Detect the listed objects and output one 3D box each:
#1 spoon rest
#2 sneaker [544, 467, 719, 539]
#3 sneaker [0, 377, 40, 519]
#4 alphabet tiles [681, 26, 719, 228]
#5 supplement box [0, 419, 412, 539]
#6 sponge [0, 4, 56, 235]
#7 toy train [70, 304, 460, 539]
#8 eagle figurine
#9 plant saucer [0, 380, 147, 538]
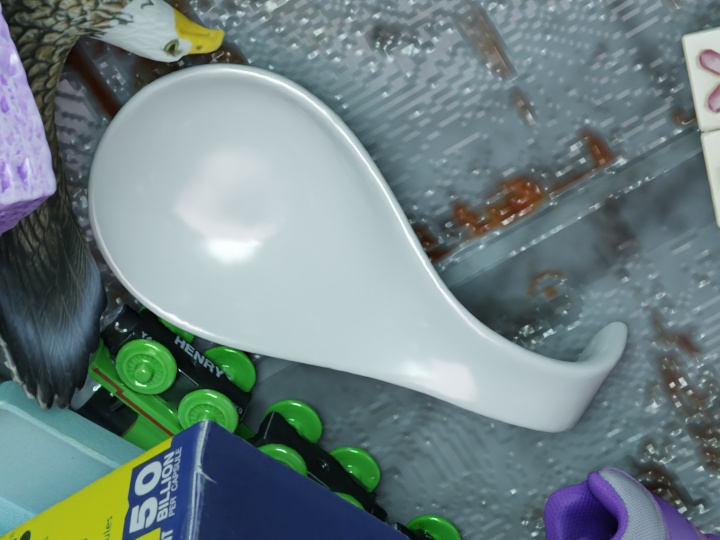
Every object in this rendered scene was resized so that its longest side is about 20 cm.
[{"bbox_3d":[0.000,0.000,0.798,0.199,0.061,0.100,27,112,-8],"label":"spoon rest"},{"bbox_3d":[0.060,0.140,0.752,0.089,0.200,0.080,47,139,-9],"label":"sneaker"},{"bbox_3d":[-0.144,0.057,0.834,0.077,0.082,0.200,-42,127,0],"label":"sneaker"},{"bbox_3d":[0.214,-0.050,0.765,0.199,0.006,0.167,-11,94,8],"label":"alphabet tiles"},{"bbox_3d":[-0.083,0.152,0.771,0.109,0.109,0.200,33,133,-31],"label":"supplement box"},{"bbox_3d":[-0.145,-0.049,0.666,0.030,0.200,0.112,-20,87,-28],"label":"sponge"},{"bbox_3d":[-0.024,0.086,0.849,0.200,0.042,0.056,39,120,-12],"label":"toy train"},{"bbox_3d":[-0.113,-0.073,0.724,0.151,0.152,0.200,29,111,-6],"label":"eagle figurine"},{"bbox_3d":[-0.063,0.096,0.802,0.200,0.019,0.070,33,135,-28],"label":"plant saucer"}]
